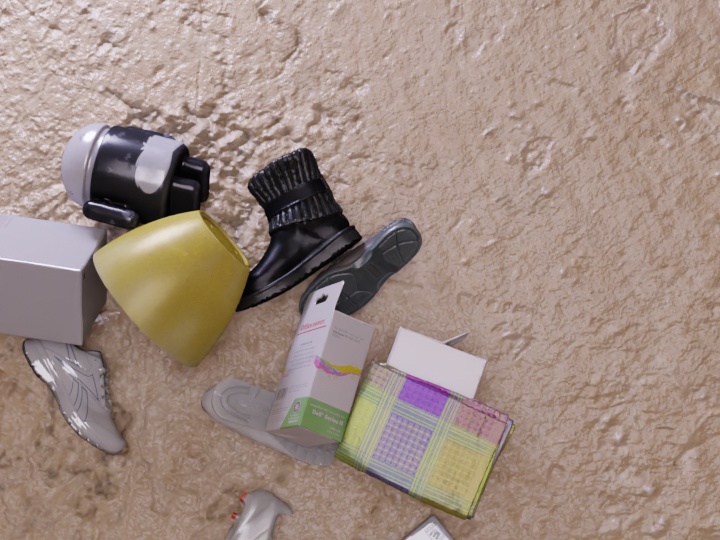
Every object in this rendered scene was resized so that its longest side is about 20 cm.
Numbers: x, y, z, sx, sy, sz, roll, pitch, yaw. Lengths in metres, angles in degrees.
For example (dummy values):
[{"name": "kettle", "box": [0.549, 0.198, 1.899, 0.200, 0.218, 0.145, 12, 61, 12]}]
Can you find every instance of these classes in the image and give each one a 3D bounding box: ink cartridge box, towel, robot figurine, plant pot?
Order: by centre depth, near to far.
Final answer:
[{"name": "towel", "box": [0.081, 0.215, 1.612, 0.199, 0.023, 0.144, 23, 85, 4]}, {"name": "ink cartridge box", "box": [-0.047, 0.123, 1.665, 0.067, 0.117, 0.201, 24, 70, -21]}, {"name": "plant pot", "box": [-0.229, 0.006, 1.669, 0.142, 0.200, 0.200, -41, 84, 4]}, {"name": "ink cartridge box", "box": [0.083, 0.170, 1.694, 0.125, 0.129, 0.201, 20, 83, 3]}, {"name": "robot figurine", "box": [-0.308, -0.128, 1.739, 0.199, 0.150, 0.125, 14, 99, 3]}]

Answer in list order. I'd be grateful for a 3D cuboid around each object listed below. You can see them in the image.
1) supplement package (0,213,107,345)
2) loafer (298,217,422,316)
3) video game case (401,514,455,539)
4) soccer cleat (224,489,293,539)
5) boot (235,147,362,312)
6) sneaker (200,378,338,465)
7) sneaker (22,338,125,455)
[{"name": "supplement package", "box": [-0.451, 0.008, 1.700, 0.199, 0.121, 0.120, 8, 120, 3]}, {"name": "loafer", "box": [0.000, 0.000, 1.757, 0.200, 0.063, 0.072, -36, 111, 9]}, {"name": "video game case", "box": [0.078, 0.461, 1.708, 0.200, 0.024, 0.182, -39, 84, -5]}, {"name": "soccer cleat", "box": [-0.160, 0.390, 1.699, 0.077, 0.069, 0.200, 26, 81, 1]}, {"name": "boot", "box": [-0.119, -0.055, 1.749, 0.211, 0.079, 0.158, -34, 86, -9]}, {"name": "sneaker", "box": [-0.120, 0.206, 1.723, 0.200, 0.080, 0.077, 30, 64, -15]}, {"name": "sneaker", "box": [-0.373, 0.158, 1.721, 0.087, 0.075, 0.200, -34, 84, -9]}]
